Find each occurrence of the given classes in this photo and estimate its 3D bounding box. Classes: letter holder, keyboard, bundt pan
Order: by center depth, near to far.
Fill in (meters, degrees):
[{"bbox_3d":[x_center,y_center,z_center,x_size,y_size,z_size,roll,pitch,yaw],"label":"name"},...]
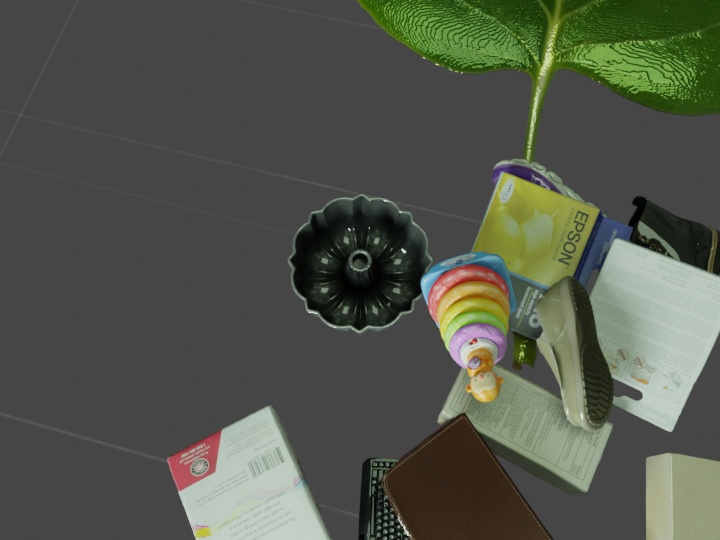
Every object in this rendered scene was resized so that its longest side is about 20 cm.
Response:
[{"bbox_3d":[0.114,0.300,0.811,0.141,0.101,0.201,-30,76,-25],"label":"letter holder"},{"bbox_3d":[0.047,0.337,0.855,0.102,0.040,0.203,1,70,2],"label":"keyboard"},{"bbox_3d":[0.000,0.000,0.967,0.198,0.076,0.205,0,68,0],"label":"bundt pan"}]

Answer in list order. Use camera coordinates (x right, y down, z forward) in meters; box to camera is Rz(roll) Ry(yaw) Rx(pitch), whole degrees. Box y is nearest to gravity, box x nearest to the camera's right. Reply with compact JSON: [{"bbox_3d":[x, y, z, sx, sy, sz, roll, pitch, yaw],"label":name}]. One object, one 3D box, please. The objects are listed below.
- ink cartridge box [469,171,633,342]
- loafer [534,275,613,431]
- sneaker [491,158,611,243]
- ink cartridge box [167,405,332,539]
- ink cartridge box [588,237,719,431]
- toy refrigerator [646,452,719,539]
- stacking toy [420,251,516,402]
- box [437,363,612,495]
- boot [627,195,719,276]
[{"bbox_3d":[0.250,-0.007,0.951,0.198,0.047,0.200,22,90,11],"label":"ink cartridge box"},{"bbox_3d":[0.265,0.107,0.870,0.075,0.068,0.202,26,51,-33],"label":"loafer"},{"bbox_3d":[0.269,-0.087,0.998,0.199,0.081,0.084,39,80,14],"label":"sneaker"},{"bbox_3d":[-0.131,0.294,0.850,0.146,0.086,0.202,-24,72,-9],"label":"ink cartridge box"},{"bbox_3d":[0.369,0.080,0.894,0.159,0.047,0.202,25,96,25],"label":"ink cartridge box"},{"bbox_3d":[0.396,0.334,0.836,0.075,0.070,0.203,10,70,-3],"label":"toy refrigerator"},{"bbox_3d":[0.140,0.080,0.839,0.115,0.111,0.201,-16,35,14],"label":"stacking toy"},{"bbox_3d":[0.208,0.197,0.885,0.198,0.078,0.096,28,71,11],"label":"box"},{"bbox_3d":[0.418,0.004,0.948,0.137,0.078,0.202,26,57,-3],"label":"boot"}]
